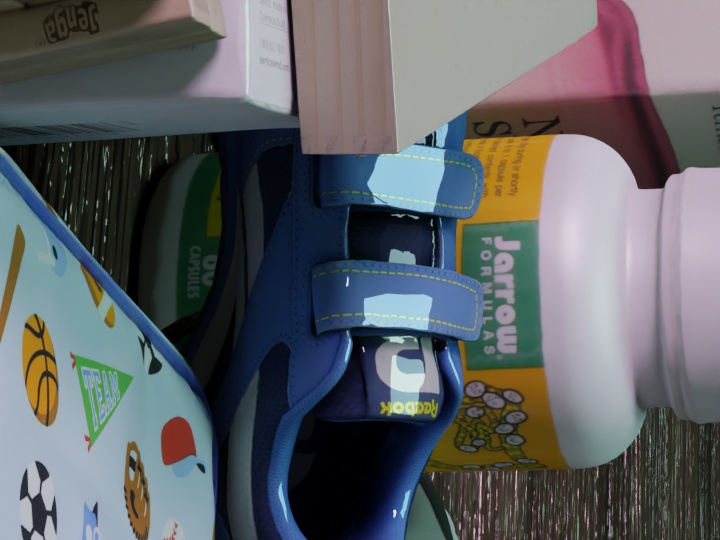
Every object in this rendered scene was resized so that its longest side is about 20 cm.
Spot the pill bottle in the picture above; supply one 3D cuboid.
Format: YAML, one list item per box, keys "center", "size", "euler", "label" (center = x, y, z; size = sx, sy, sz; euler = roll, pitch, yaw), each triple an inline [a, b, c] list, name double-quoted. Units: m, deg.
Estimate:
- center: [0.035, 0.012, 0.951]
  size: [0.113, 0.200, 0.113]
  euler: [-2, 90, -77]
  label: "pill bottle"

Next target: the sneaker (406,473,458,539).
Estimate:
- center: [-0.008, 0.128, 1.038]
  size: [0.200, 0.074, 0.079]
  euler: [-76, 154, -50]
  label: "sneaker"

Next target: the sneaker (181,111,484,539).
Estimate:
- center: [0.000, 0.000, 0.784]
  size: [0.074, 0.082, 0.200]
  euler: [4, 103, -34]
  label: "sneaker"

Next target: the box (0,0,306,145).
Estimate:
- center: [-0.075, -0.132, 0.671]
  size: [0.097, 0.124, 0.200]
  euler: [3, 85, -77]
  label: "box"

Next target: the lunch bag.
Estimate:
- center: [-0.092, 0.061, 0.684]
  size: [0.200, 0.075, 0.160]
  euler: [60, 29, -62]
  label: "lunch bag"

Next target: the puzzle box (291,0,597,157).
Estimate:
- center: [0.023, -0.111, 0.720]
  size: [0.200, 0.025, 0.133]
  euler: [-35, 123, -68]
  label: "puzzle box"

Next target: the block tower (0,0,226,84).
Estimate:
- center: [-0.072, -0.144, 0.592]
  size: [0.054, 0.058, 0.200]
  euler: [9, 70, -82]
  label: "block tower"

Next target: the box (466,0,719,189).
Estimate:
- center: [0.059, -0.073, 1.070]
  size: [0.128, 0.200, 0.109]
  euler: [66, 25, -57]
  label: "box"

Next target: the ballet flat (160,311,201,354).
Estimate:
- center: [-0.059, 0.112, 0.864]
  size: [0.075, 0.068, 0.200]
  euler: [158, -63, -81]
  label: "ballet flat"
